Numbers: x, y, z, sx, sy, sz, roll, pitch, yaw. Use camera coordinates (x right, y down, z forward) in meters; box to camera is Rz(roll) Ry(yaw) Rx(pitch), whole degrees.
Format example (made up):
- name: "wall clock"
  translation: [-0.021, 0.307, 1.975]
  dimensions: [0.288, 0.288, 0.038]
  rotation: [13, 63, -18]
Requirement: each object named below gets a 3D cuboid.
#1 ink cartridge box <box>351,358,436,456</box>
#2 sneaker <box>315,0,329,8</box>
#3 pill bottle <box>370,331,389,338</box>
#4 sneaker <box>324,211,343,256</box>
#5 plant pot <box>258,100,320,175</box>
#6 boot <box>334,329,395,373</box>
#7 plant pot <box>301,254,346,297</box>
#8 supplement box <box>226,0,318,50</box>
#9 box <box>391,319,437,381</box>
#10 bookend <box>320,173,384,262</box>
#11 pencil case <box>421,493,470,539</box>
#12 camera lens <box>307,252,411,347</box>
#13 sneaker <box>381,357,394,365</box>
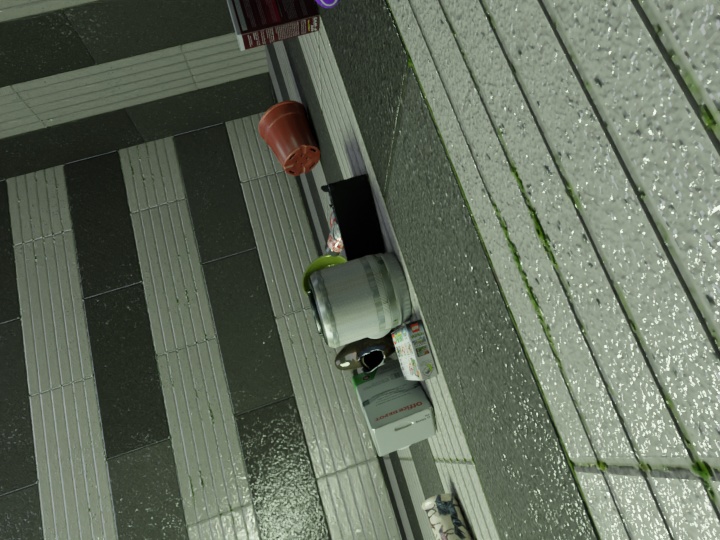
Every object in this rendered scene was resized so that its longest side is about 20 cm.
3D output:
- name: "ink cartridge box"
  translation: [0.074, 0.308, 1.204]
  dimensions: [0.201, 0.143, 0.085]
  rotation: [-120, 13, -64]
- name: "sneaker"
  translation: [-0.052, -0.490, 0.824]
  dimensions: [0.201, 0.068, 0.102]
  rotation: [89, 161, -64]
- name: "pill bottle"
  translation: [0.016, 0.088, 1.291]
  dimensions: [0.200, 0.116, 0.123]
  rotation: [-131, 26, -72]
- name: "sneaker"
  translation: [-0.047, -0.142, 1.534]
  dimensions: [0.108, 0.066, 0.204]
  rotation: [-51, 20, 40]
- name: "plant pot"
  translation: [-0.247, -0.471, 1.910]
  dimensions: [0.198, 0.196, 0.202]
  rotation: [61, 168, 23]
- name: "boot"
  translation: [0.001, 0.207, 1.268]
  dimensions: [0.076, 0.197, 0.097]
  rotation: [61, -154, -2]
- name: "plant pot"
  translation: [-0.095, 0.076, 1.947]
  dimensions: [0.191, 0.196, 0.203]
  rotation: [62, -176, -51]
- name: "supplement box"
  translation: [-0.202, -0.599, 1.218]
  dimensions: [0.061, 0.194, 0.112]
  rotation: [106, 147, -78]
- name: "box"
  translation: [0.108, 0.171, 1.090]
  dimensions: [0.200, 0.034, 0.113]
  rotation: [114, 141, -78]
- name: "bookend"
  translation: [-0.020, -0.116, 1.247]
  dimensions: [0.200, 0.089, 0.205]
  rotation: [-137, 32, -78]
- name: "pencil case"
  translation: [0.195, 0.569, 1.090]
  dimensions: [0.091, 0.075, 0.203]
  rotation: [102, 155, -43]
- name: "camera lens"
  translation: [-0.007, 0.060, 1.101]
  dimensions: [0.160, 0.194, 0.165]
  rotation: [163, 90, -82]
- name: "sneaker"
  translation: [0.027, 0.234, 1.362]
  dimensions: [0.202, 0.084, 0.075]
  rotation: [54, -157, -3]
